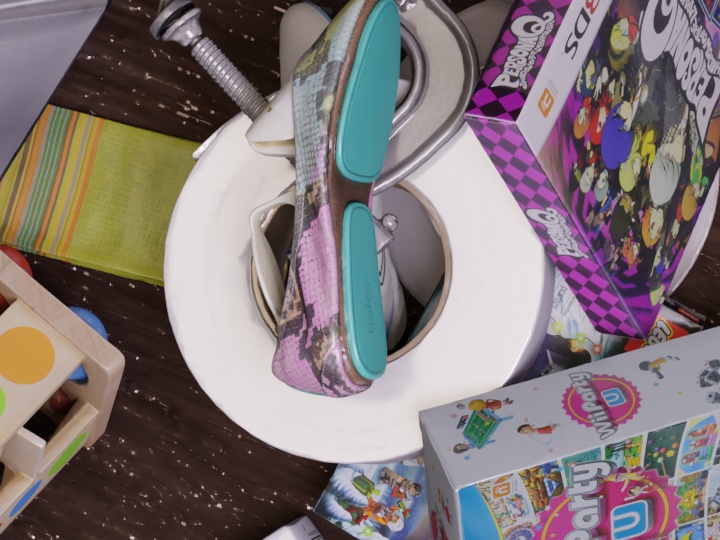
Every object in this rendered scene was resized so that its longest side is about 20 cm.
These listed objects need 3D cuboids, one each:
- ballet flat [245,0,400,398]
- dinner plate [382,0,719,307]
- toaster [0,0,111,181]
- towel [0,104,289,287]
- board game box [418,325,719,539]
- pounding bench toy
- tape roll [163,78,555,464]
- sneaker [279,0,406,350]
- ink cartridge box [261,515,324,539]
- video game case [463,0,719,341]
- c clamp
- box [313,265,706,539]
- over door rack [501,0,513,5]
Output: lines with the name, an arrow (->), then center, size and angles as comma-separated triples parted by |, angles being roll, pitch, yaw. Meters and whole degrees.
ballet flat -> -0.021, -0.039, 1.214 | 0.071, 0.069, 0.201 | 0, 84, 24
dinner plate -> 0.098, -0.055, 1.372 | 0.199, 0.024, 0.202 | 0, 90, 10
toaster -> -0.243, -0.152, 1.348 | 0.181, 0.118, 0.200 | 47, 122, 15
towel -> -0.133, -0.040, 1.417 | 0.199, 0.018, 0.087 | 14, 93, 10
board game box -> 0.135, 0.115, 1.269 | 0.199, 0.148, 0.064 | -16, 42, -10
pounding bench toy -> -0.226, 0.086, 1.387 | 0.124, 0.200, 0.156 | 40, 65, 6
tape roll -> 0.000, 0.000, 1.294 | 0.201, 0.071, 0.204 | -1, 86, 10
sneaker -> -0.022, -0.049, 1.364 | 0.072, 0.072, 0.201 | -9, 89, -22
ink cartridge box -> -0.070, 0.258, 1.392 | 0.200, 0.047, 0.161 | -35, 84, 14
video game case -> 0.133, -0.092, 1.250 | 0.036, 0.200, 0.182 | 11, 63, 33
c clamp -> -0.034, -0.096, 1.257 | 0.171, 0.027, 0.200 | -38, 81, 5
box -> 0.080, 0.079, 1.350 | 0.136, 0.040, 0.201 | 30, 101, 6
over door rack -> 0.049, -0.199, 1.288 | 0.147, 0.200, 0.067 | 28, 88, 15
